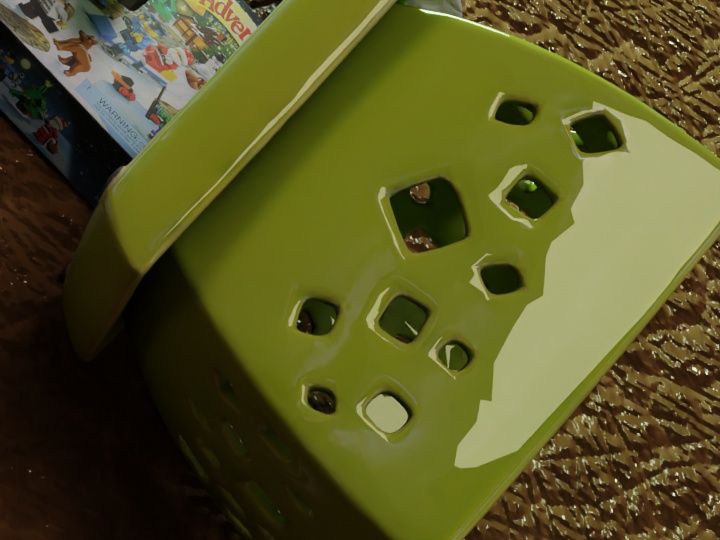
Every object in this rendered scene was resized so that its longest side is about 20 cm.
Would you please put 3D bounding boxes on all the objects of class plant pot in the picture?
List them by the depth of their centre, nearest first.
[{"bbox_3d":[0.000,0.000,0.935,0.181,0.199,0.200,42,72,-1],"label":"plant pot"}]

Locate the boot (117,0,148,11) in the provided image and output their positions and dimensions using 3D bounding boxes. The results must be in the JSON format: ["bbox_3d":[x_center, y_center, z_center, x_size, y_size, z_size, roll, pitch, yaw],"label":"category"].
[{"bbox_3d":[-0.128,-0.210,1.040,0.150,0.073,0.200,35,36,-23],"label":"boot"}]

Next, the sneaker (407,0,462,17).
[{"bbox_3d":[-0.018,-0.204,1.168,0.199,0.079,0.130,45,18,-52],"label":"sneaker"}]

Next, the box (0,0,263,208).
[{"bbox_3d":[-0.103,-0.096,1.067,0.200,0.038,0.137,46,39,-7],"label":"box"}]
